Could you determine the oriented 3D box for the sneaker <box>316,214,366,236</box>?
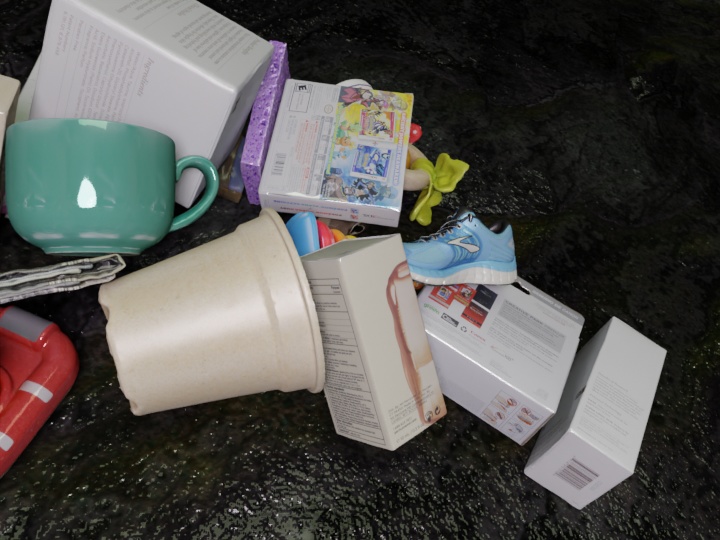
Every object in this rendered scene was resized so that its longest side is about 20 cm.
[{"bbox_3d":[-0.025,-0.087,0.890,0.075,0.070,0.201,35,46,-17],"label":"sneaker"}]

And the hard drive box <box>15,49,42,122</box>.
[{"bbox_3d":[-0.364,-0.196,0.835,0.155,0.077,0.201,8,48,-13],"label":"hard drive box"}]

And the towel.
[{"bbox_3d":[-0.337,0.018,0.606,0.191,0.200,0.035,-12,94,-28],"label":"towel"}]

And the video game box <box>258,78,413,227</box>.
[{"bbox_3d":[-0.027,-0.161,0.839,0.181,0.047,0.201,7,61,4],"label":"video game box"}]

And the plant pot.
[{"bbox_3d":[-0.155,0.055,0.637,0.182,0.201,0.201,-16,57,-18],"label":"plant pot"}]

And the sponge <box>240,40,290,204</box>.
[{"bbox_3d":[-0.127,-0.202,0.866,0.030,0.112,0.201,8,67,2],"label":"sponge"}]

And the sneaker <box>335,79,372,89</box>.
[{"bbox_3d":[-0.034,-0.222,0.990,0.200,0.073,0.114,-35,69,-27],"label":"sneaker"}]

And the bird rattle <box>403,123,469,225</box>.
[{"bbox_3d":[0.058,-0.173,0.931,0.162,0.113,0.201,-6,56,-47],"label":"bird rattle"}]

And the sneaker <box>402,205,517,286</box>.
[{"bbox_3d":[0.098,-0.031,0.730,0.199,0.091,0.078,-1,10,-31],"label":"sneaker"}]

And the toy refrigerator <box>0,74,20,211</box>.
[{"bbox_3d":[-0.398,-0.096,0.630,0.070,0.201,0.076,13,35,-26],"label":"toy refrigerator"}]

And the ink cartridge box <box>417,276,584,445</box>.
[{"bbox_3d":[0.160,0.083,0.787,0.199,0.084,0.176,33,46,9],"label":"ink cartridge box"}]

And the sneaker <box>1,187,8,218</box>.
[{"bbox_3d":[-0.413,-0.092,0.727,0.198,0.089,0.082,-9,42,1],"label":"sneaker"}]

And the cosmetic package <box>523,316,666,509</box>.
[{"bbox_3d":[0.281,0.164,0.745,0.081,0.113,0.200,33,46,9],"label":"cosmetic package"}]

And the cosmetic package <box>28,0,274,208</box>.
[{"bbox_3d":[-0.234,-0.216,0.726,0.199,0.167,0.168,28,34,-9],"label":"cosmetic package"}]

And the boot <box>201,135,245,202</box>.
[{"bbox_3d":[-0.197,-0.180,0.898,0.096,0.075,0.201,22,54,-16],"label":"boot"}]

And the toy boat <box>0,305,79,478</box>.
[{"bbox_3d":[-0.346,0.101,0.549,0.130,0.131,0.201,23,47,0],"label":"toy boat"}]

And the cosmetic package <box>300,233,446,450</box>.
[{"bbox_3d":[0.007,0.071,0.658,0.087,0.103,0.201,-24,104,-35],"label":"cosmetic package"}]

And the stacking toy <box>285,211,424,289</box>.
[{"bbox_3d":[0.000,0.000,0.783,0.199,0.116,0.111,5,62,-26],"label":"stacking toy"}]

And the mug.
[{"bbox_3d":[-0.244,-0.073,0.612,0.183,0.152,0.115,0,88,4],"label":"mug"}]
